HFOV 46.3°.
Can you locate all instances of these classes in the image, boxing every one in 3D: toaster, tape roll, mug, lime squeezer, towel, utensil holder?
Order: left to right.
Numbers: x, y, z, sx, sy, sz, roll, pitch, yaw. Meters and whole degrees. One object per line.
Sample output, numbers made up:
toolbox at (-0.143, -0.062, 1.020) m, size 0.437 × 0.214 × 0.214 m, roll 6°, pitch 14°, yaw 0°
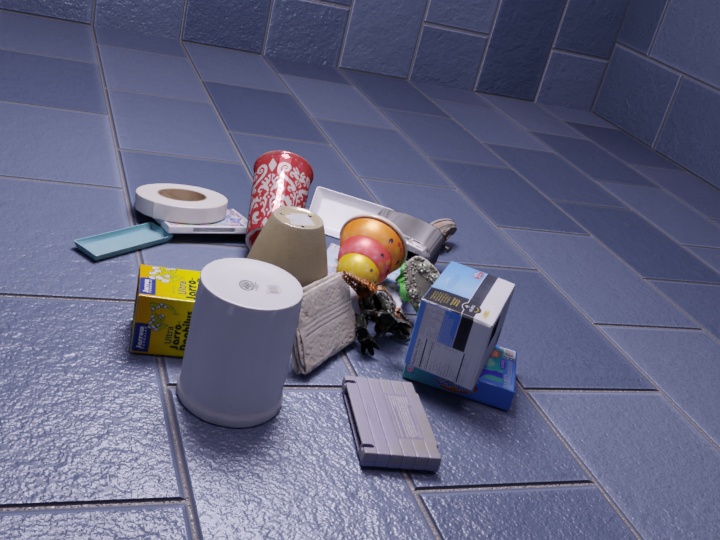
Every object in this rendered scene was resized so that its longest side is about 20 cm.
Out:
tape roll at (-0.387, -0.146, 1.823) m, size 0.200 × 0.038 × 0.203 m, roll 9°, pitch 17°, yaw -3°
utensil holder at (-0.183, 0.105, 1.280) m, size 0.168 × 0.202 × 0.170 m, roll 12°, pitch 25°, yaw -6°
mug at (-0.164, -0.125, 1.807) m, size 0.177 × 0.132 × 0.202 m, roll 43°, pitch 40°, yaw -39°
towel at (-0.069, 0.089, 1.471) m, size 0.034 × 0.134 × 0.199 m, roll -3°, pitch 12°, yaw 30°
toaster at (0.096, -0.049, 1.868) m, size 0.198 × 0.115 × 0.129 m, roll 23°, pitch 30°, yaw 10°
lime squeezer at (0.101, 0.032, 1.693) m, size 0.070 × 0.038 × 0.201 m, roll 26°, pitch 32°, yaw -39°

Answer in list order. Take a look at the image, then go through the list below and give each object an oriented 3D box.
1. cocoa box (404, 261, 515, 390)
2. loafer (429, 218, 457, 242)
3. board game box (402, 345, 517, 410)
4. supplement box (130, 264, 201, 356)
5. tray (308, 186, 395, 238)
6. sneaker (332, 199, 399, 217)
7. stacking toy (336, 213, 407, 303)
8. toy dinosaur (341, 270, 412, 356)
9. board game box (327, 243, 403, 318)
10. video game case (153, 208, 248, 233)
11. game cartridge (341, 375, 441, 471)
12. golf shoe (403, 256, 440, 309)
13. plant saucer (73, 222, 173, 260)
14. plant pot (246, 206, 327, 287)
cocoa box at (0.177, 0.091, 1.487) m, size 0.130 × 0.135 × 0.200 m, roll 20°, pitch 26°, yaw 14°
loafer at (0.164, -0.071, 2.017) m, size 0.198 × 0.072 × 0.063 m, roll -16°, pitch 55°, yaw -39°
board game box at (0.185, 0.170, 1.542) m, size 0.198 × 0.045 × 0.152 m, roll 18°, pitch 26°, yaw 5°
supplement box at (-0.275, 0.072, 1.403) m, size 0.197 × 0.111 × 0.109 m, roll 7°, pitch 26°, yaw -17°
tray at (-0.025, -0.118, 1.981) m, size 0.198 × 0.109 × 0.022 m, roll 18°, pitch -15°, yaw 4°
sneaker at (0.007, -0.125, 2.045) m, size 0.197 × 0.071 × 0.093 m, roll 8°, pitch -2°, yaw 4°
stacking toy at (0.000, 0.000, 1.637) m, size 0.144 × 0.147 × 0.201 m, roll 19°, pitch 45°, yaw 8°
toy dinosaur at (0.027, 0.076, 1.550) m, size 0.198 × 0.102 × 0.137 m, roll 26°, pitch 33°, yaw -23°
board game box at (0.001, 0.026, 1.737) m, size 0.198 × 0.042 × 0.200 m, roll 19°, pitch 25°, yaw 7°
video game case at (-0.341, -0.108, 1.820) m, size 0.198 × 0.018 × 0.143 m, roll -1°, pitch 20°, yaw -32°
game cartridge at (0.046, 0.240, 1.334) m, size 0.128 × 0.039 × 0.201 m, roll 12°, pitch 25°, yaw -17°
golf shoe at (0.151, 0.058, 1.654) m, size 0.201 × 0.078 × 0.097 m, roll 58°, pitch 13°, yaw -6°
plant saucer at (-0.467, -0.058, 1.670) m, size 0.069 × 0.019 × 0.199 m, roll 29°, pitch 29°, yaw 25°
plant pot at (-0.132, -0.007, 1.540) m, size 0.185 × 0.202 × 0.188 m, roll 13°, pitch 25°, yaw -6°
